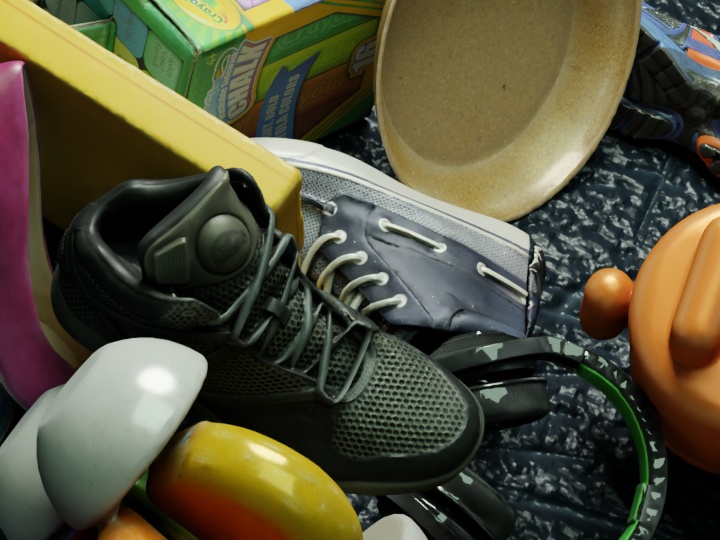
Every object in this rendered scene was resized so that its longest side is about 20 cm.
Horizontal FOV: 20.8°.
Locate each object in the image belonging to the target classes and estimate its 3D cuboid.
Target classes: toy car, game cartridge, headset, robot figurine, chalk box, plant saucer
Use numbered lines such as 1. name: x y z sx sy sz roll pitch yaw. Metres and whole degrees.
1. toy car: -0.079 0.135 0.797 0.175 0.200 0.150 38 65 -10
2. game cartridge: -0.103 -0.042 0.922 0.176 0.200 0.033 32 70 10
3. headset: 0.045 0.085 0.938 0.199 0.094 0.124 18 79 -3
4. robot figurine: 0.189 0.038 0.954 0.143 0.200 0.117 -19 72 2
5. chalk box: -0.091 -0.127 1.045 0.199 0.125 0.124 -29 64 -33
6. plant saucer: 0.073 -0.124 1.065 0.199 0.202 0.035 -26 35 -33

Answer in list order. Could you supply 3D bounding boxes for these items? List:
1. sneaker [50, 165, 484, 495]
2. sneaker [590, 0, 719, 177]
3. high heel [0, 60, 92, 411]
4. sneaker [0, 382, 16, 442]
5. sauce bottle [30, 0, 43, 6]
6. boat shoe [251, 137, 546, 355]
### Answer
1. sneaker: -0.036 0.025 0.812 0.198 0.114 0.077 30 67 1
2. sneaker: 0.192 -0.113 1.165 0.199 0.076 0.078 34 37 4
3. high heel: -0.135 -0.002 0.886 0.200 0.096 0.067 53 12 -26
4. sneaker: -0.190 0.058 0.881 0.078 0.090 0.201 5 49 -13
5. sauce bottle: -0.215 -0.131 1.032 0.064 0.065 0.201 29 65 8
6. boat shoe: 0.000 0.000 0.994 0.198 0.075 0.093 15 37 -6
